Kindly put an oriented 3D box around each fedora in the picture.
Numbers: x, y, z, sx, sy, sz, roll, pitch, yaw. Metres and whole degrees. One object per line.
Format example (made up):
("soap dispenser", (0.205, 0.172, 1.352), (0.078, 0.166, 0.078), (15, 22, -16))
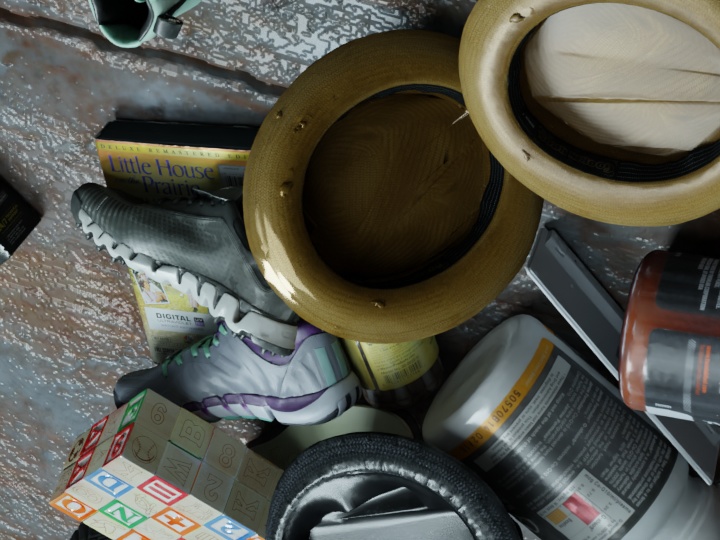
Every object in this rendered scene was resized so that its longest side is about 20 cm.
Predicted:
("fedora", (0.037, 0.188, 1.313), (0.200, 0.092, 0.201), (7, 104, 29))
("fedora", (0.161, -0.121, 1.152), (0.200, 0.082, 0.201), (11, 128, 14))
("fedora", (0.016, -0.053, 1.224), (0.201, 0.201, 0.082), (48, 170, -15))

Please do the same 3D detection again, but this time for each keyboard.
("keyboard", (0.177, 0.057, 1.296), (0.011, 0.056, 0.200), (-31, 109, 36))

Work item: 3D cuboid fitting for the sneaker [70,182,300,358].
("sneaker", (-0.107, -0.025, 1.315), (0.200, 0.066, 0.091), (31, 97, 26))

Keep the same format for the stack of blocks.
("stack of blocks", (-0.107, 0.174, 1.396), (0.200, 0.059, 0.115), (33, 142, -19))

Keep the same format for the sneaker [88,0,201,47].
("sneaker", (-0.115, -0.227, 1.172), (0.074, 0.118, 0.201), (19, 129, 12))

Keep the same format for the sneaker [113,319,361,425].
("sneaker", (-0.093, 0.059, 1.374), (0.200, 0.074, 0.088), (-4, 110, 29))

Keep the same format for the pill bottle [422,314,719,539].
("pill bottle", (0.149, 0.132, 1.325), (0.200, 0.116, 0.116), (40, 130, -8))

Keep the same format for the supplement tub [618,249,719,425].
("supplement tub", (0.268, 0.052, 1.219), (0.200, 0.107, 0.107), (10, 128, 18))

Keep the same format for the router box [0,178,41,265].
("router box", (-0.360, -0.036, 1.466), (0.157, 0.052, 0.200), (46, 129, -12))

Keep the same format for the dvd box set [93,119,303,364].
("dvd box set", (-0.100, -0.012, 1.383), (0.146, 0.029, 0.200), (4, 127, 22))

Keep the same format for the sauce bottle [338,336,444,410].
("sauce bottle", (0.000, 0.000, 1.327), (0.065, 0.065, 0.200), (-5, 123, 27))

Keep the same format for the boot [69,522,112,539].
("boot", (-0.130, 0.247, 1.577), (0.200, 0.070, 0.132), (-6, 126, 40))

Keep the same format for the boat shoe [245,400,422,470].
("boat shoe", (-0.026, 0.137, 1.433), (0.200, 0.063, 0.071), (-24, 85, 40))
